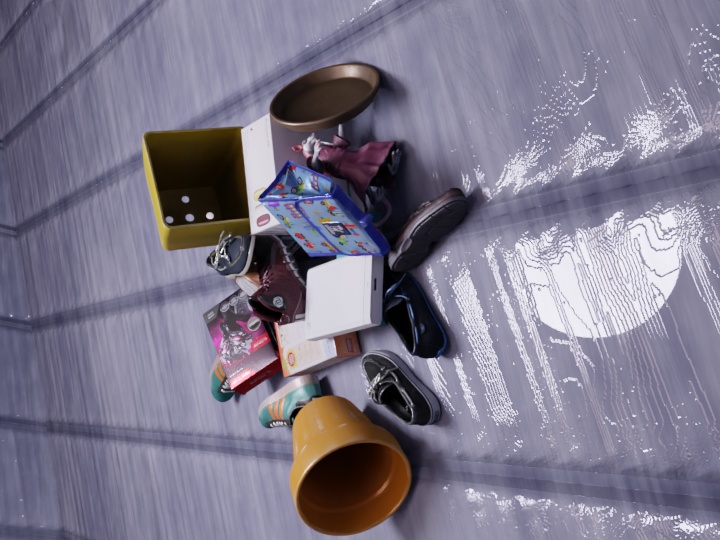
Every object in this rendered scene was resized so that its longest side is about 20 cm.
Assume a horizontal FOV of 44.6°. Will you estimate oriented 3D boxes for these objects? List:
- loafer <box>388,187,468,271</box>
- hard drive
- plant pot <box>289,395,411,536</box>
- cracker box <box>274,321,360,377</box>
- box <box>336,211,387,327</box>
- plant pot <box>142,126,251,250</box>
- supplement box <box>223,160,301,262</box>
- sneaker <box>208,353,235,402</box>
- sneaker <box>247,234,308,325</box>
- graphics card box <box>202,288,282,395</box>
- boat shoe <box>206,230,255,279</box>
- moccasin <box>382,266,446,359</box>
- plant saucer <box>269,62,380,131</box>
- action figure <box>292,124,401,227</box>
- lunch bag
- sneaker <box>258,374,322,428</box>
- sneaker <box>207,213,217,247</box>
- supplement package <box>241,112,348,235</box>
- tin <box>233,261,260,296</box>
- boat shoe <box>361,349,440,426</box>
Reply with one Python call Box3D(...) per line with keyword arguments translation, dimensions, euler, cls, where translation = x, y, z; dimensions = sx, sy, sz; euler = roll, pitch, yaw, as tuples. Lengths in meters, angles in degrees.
Box3D(translation=(0.096, -0.074, 1.387), dimensions=(0.200, 0.072, 0.063), euler=(-50, 47, 45), cls="loafer")
Box3D(translation=(-0.031, 0.042, 1.500), dimensions=(0.200, 0.027, 0.132), euler=(-19, 64, 53), cls="hard drive")
Box3D(translation=(-0.035, 0.318, 1.511), dimensions=(0.183, 0.200, 0.200), euler=(-123, 43, -58), cls="plant pot")
Box3D(translation=(-0.087, 0.117, 1.662), dimensions=(0.200, 0.058, 0.134), euler=(-28, 69, 52), cls="cracker box")
Box3D(translation=(0.000, 0.000, 1.541), dimensions=(0.082, 0.049, 0.200), euler=(-4, 88, 54), cls="box")
Box3D(translation=(-0.313, -0.140, 1.682), dimensions=(0.176, 0.200, 0.200), euler=(-49, 54, 57), cls="plant pot")
Box3D(translation=(-0.180, -0.132, 1.737), dimensions=(0.131, 0.103, 0.200), euler=(-41, 61, 48), cls="supplement box")
Box3D(translation=(-0.279, 0.219, 1.925), dimensions=(0.080, 0.071, 0.200), euler=(49, 128, 46), cls="sneaker")
Box3D(translation=(-0.170, 0.016, 1.593), dimensions=(0.200, 0.115, 0.076), euler=(54, 137, 18), cls="sneaker")
Box3D(translation=(-0.243, 0.143, 1.841), dimensions=(0.125, 0.051, 0.200), euler=(-34, 58, 12), cls="graphics card box")
Box3D(translation=(-0.242, -0.031, 1.632), dimensions=(0.200, 0.062, 0.075), euler=(164, 124, -69), cls="boat shoe")
Box3D(translation=(0.069, 0.060, 1.431), dimensions=(0.200, 0.068, 0.081), euler=(52, 132, 41), cls="moccasin")
Box3D(translation=(-0.059, -0.296, 1.509), dimensions=(0.200, 0.200, 0.029), euler=(36, 154, 47), cls="plant saucer")
Box3D(translation=(-0.026, -0.183, 1.503), dimensions=(0.200, 0.134, 0.149), euler=(18, 134, 30), cls="action figure")
Box3D(translation=(-0.044, -0.091, 1.418), dimensions=(0.200, 0.151, 0.094), euler=(12, 61, 50), cls="lunch bag")
Box3D(translation=(-0.139, 0.279, 1.721), dimensions=(0.200, 0.071, 0.080), euler=(-44, 54, 45), cls="sneaker")
Box3D(translation=(-0.293, -0.104, 1.939), dimensions=(0.088, 0.075, 0.200), euler=(-46, 61, 30), cls="sneaker")
Box3D(translation=(-0.117, -0.172, 1.602), dimensions=(0.111, 0.156, 0.200), euler=(-16, 79, 53), cls="supplement package")
Box3D(translation=(-0.200, 0.036, 1.747), dimensions=(0.112, 0.042, 0.200), euler=(39, 167, -3), cls="tin")
Box3D(translation=(0.048, 0.198, 1.470), dimensions=(0.199, 0.068, 0.074), euler=(44, 126, 44), cls="boat shoe")
